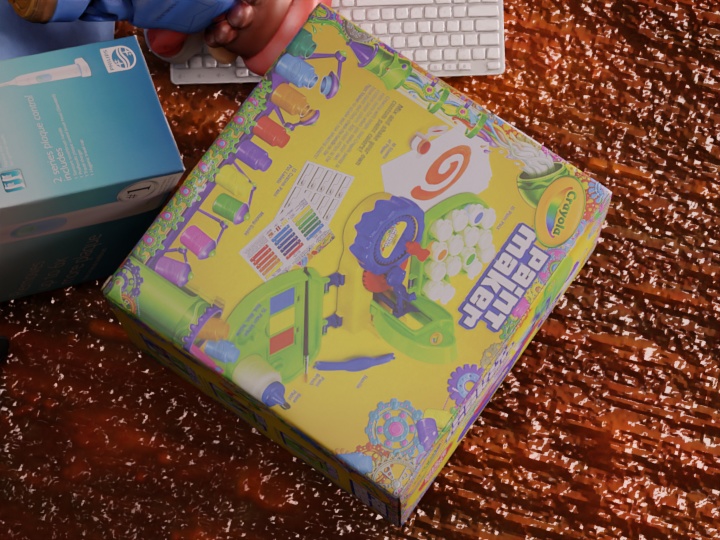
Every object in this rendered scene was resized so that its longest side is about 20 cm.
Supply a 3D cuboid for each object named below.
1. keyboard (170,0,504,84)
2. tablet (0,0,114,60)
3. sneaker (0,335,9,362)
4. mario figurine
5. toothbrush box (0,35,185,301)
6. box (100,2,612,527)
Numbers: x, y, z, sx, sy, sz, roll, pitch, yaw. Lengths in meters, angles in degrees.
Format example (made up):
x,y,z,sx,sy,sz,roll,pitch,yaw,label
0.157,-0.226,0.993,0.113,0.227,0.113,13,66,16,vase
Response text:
x,y,z,sx,sy,sz,roll,pitch,yaw,label
-0.014,-0.142,1.188,0.200,0.011,0.056,-1,90,3,keyboard
-0.178,-0.180,1.158,0.014,0.130,0.200,-7,72,22,tablet
-0.280,-0.011,1.141,0.078,0.070,0.200,-30,84,-23,sneaker
-0.103,-0.171,1.117,0.123,0.200,0.106,9,91,47,mario figurine
-0.213,-0.040,1.055,0.200,0.146,0.085,-13,73,-27,toothbrush box
0.000,0.000,1.091,0.193,0.122,0.200,34,78,10,box
